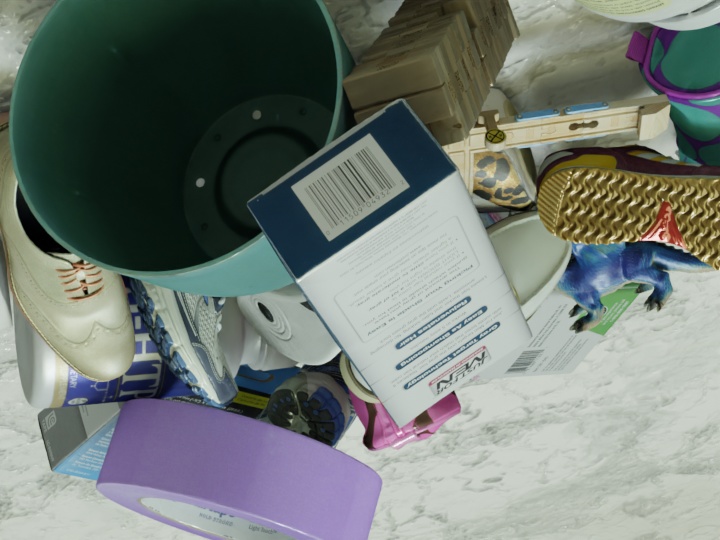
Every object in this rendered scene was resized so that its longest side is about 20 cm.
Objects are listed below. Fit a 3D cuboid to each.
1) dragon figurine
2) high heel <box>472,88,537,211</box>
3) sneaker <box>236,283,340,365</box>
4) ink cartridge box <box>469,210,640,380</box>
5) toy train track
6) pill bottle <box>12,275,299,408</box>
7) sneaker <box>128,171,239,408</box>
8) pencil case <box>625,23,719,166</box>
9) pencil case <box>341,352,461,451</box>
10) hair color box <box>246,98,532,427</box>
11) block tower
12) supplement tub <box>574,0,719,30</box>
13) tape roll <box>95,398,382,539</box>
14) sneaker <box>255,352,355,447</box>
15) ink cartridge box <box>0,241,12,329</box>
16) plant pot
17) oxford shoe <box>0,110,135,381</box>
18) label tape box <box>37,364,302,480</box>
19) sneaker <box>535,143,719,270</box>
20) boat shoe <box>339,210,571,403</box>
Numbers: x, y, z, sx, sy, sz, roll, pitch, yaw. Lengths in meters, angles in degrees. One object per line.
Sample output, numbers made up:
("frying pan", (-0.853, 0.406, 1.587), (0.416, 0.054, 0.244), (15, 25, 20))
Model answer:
("dragon figurine", (0.187, -0.018, 1.188), (0.200, 0.059, 0.100), (-17, 109, 13))
("high heel", (0.041, -0.079, 1.122), (0.142, 0.072, 0.200), (-18, 148, 18))
("sneaker", (0.000, 0.000, 1.063), (0.112, 0.073, 0.200), (-42, -166, -24))
("ink cartridge box", (0.104, 0.023, 1.302), (0.200, 0.084, 0.145), (-2, 149, -22))
("toy train track", (0.107, -0.083, 1.047), (0.199, 0.033, 0.115), (-9, 139, -4))
("pill bottle", (-0.147, 0.034, 1.169), (0.200, 0.120, 0.120), (-4, 149, -19))
("sneaker", (-0.114, -0.005, 1.072), (0.085, 0.200, 0.077), (-24, -168, -15))
("pencil case", (0.256, -0.109, 1.143), (0.092, 0.085, 0.200), (13, 160, 26))
("pencil case", (0.010, 0.032, 1.156), (0.091, 0.200, 0.094), (-19, -172, 2))
("hair color box", (0.022, 0.002, 0.874), (0.100, 0.061, 0.200), (-34, 148, -1))
("block tower", (0.045, -0.124, 0.925), (0.058, 0.200, 0.054), (-13, 111, 22))
("supplement tub", (0.128, -0.216, 0.835), (0.145, 0.145, 0.200), (-35, 145, 31))
("tape roll", (-0.088, 0.157, 1.161), (0.200, 0.066, 0.200), (15, 164, 5))
("sneaker", (-0.037, 0.118, 1.285), (0.085, 0.077, 0.200), (-47, 180, -30))
("ink cartridge box", (-0.305, -0.005, 1.082), (0.116, 0.068, 0.200), (-11, 151, -6))
("plant pot", (-0.081, -0.075, 0.947), (0.200, 0.201, 0.161), (-21, 161, 12))
("oxford shoe", (-0.193, -0.003, 1.034), (0.071, 0.074, 0.200), (-30, 120, -14))
("label tape box", (-0.151, 0.105, 1.344), (0.200, 0.063, 0.144), (-40, 143, 25))
("sneaker", (0.223, -0.052, 1.112), (0.200, 0.090, 0.075), (12, 116, 2))
("boat shoe", (0.077, 0.020, 1.098), (0.200, 0.075, 0.068), (-39, 177, -24))
